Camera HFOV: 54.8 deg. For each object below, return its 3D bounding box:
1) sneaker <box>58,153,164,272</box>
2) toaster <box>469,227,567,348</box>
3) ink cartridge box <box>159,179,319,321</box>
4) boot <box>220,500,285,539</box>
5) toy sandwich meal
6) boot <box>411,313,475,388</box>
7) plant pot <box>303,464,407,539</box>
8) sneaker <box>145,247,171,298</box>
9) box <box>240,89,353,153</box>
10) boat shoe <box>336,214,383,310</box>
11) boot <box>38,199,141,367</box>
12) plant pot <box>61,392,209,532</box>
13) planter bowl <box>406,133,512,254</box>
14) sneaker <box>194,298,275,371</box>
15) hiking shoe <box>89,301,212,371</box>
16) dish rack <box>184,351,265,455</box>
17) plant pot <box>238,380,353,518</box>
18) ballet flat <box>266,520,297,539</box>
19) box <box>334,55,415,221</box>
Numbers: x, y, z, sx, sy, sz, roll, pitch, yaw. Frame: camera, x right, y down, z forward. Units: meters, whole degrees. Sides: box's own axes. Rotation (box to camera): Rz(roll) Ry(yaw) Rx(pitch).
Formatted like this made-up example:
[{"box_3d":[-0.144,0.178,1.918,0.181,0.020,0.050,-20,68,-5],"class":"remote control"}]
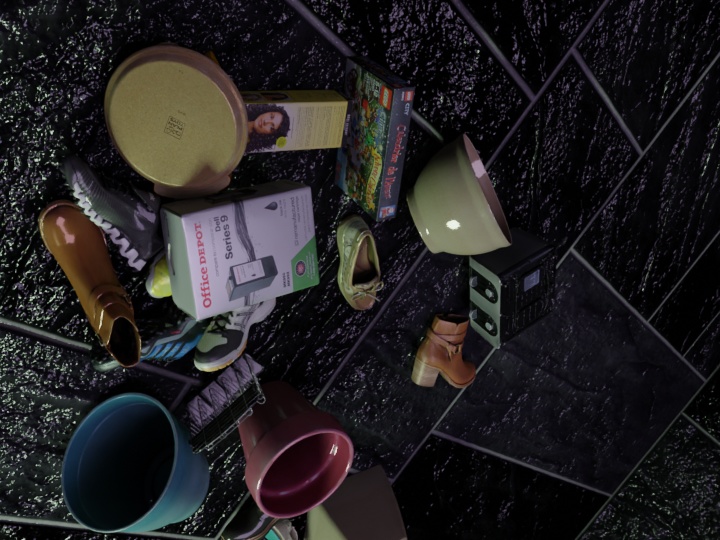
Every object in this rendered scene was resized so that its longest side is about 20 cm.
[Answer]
[{"box_3d":[-0.314,-0.089,0.917,0.089,0.067,0.202,-33,139,-7],"class":"sneaker"},{"box_3d":[0.314,0.027,1.426,0.197,0.118,0.185,-27,129,-25],"class":"toaster"},{"box_3d":[-0.164,-0.032,0.965,0.196,0.083,0.150,-17,112,-32],"class":"ink cartridge box"},{"box_3d":[-0.198,0.455,1.405,0.197,0.077,0.142,-26,128,-35],"class":"boot"},{"box_3d":[-0.228,-0.191,0.890,0.198,0.071,0.210,0,123,0],"class":"toy sandwich meal"},{"box_3d":[0.204,0.170,1.499,0.197,0.073,0.159,2,113,-44],"class":"boot"},{"box_3d":[0.000,0.603,1.577,0.195,0.177,0.205,-12,127,-30],"class":"plant pot"},{"box_3d":[-0.224,-0.013,1.034,0.197,0.076,0.077,-28,134,-19],"class":"sneaker"},{"box_3d":[-0.107,-0.215,0.998,0.196,0.050,0.077,-12,128,-32],"class":"box"},{"box_3d":[0.000,0.000,1.224,0.072,0.063,0.203,-28,134,-18],"class":"boat shoe"},{"box_3d":[-0.348,0.021,0.907,0.075,0.155,0.204,-22,131,-21],"class":"boot"},{"box_3d":[-0.339,0.323,1.120,0.199,0.201,0.189,-40,151,-5],"class":"plant pot"},{"box_3d":[0.160,-0.112,1.194,0.132,0.204,0.200,-23,140,18],"class":"planter bowl"},{"box_3d":[-0.203,0.065,1.071,0.202,0.074,0.090,-60,147,-48],"class":"sneaker"},{"box_3d":[-0.310,0.115,1.062,0.196,0.074,0.088,-24,132,-22],"class":"hiking shoe"},{"box_3d":[-0.217,0.220,1.130,0.153,0.200,0.055,-42,113,-3],"class":"dish rack"},{"box_3d":[-0.134,0.307,1.259,0.196,0.179,0.204,-19,130,-24],"class":"plant pot"},{"box_3d":[-0.174,0.576,1.521,0.063,0.066,0.203,-53,148,-35],"class":"ballet flat"},{"box_3d":[0.016,-0.198,1.041,0.037,0.137,0.205,-12,127,-28],"class":"box"}]
